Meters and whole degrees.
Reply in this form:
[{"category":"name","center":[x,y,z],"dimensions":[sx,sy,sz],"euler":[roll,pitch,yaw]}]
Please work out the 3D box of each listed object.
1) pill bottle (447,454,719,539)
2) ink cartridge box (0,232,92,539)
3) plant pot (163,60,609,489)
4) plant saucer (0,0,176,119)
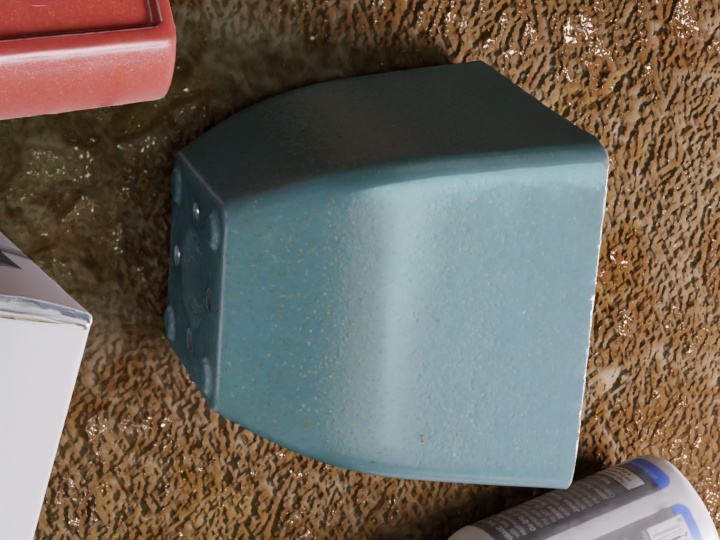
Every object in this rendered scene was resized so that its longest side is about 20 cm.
[{"category":"pill bottle","center":[0.120,0.202,1.385],"dimensions":[0.199,0.114,0.114],"euler":[-19,116,-21]},{"category":"ink cartridge box","center":[-0.221,0.050,1.092],"dimensions":[0.084,0.200,0.146],"euler":[9,104,-31]},{"category":"plant pot","center":[0.000,0.000,1.206],"dimensions":[0.199,0.196,0.197],"euler":[-2,110,-19]},{"category":"plant saucer","center":[-0.164,-0.171,0.989],"dimensions":[0.199,0.037,0.201],"euler":[-14,90,-52]}]
